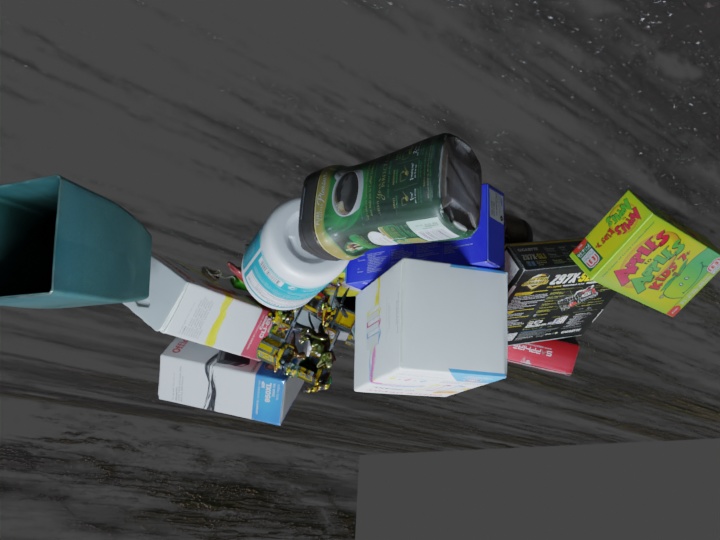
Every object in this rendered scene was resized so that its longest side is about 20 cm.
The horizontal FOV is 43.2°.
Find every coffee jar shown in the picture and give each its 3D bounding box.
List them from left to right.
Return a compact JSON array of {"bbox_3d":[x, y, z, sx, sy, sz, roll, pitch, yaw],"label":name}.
[{"bbox_3d":[0.025,-0.071,0.960,0.200,0.104,0.085,-10,156,38],"label":"coffee jar"}]

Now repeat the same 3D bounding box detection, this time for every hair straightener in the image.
[{"bbox_3d":[-0.111,0.024,1.323,0.041,0.077,0.200,32,166,46],"label":"hair straightener"}]

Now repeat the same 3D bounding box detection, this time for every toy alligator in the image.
[{"bbox_3d":[-0.148,0.012,1.356,0.054,0.059,0.200,-49,140,13],"label":"toy alligator"}]

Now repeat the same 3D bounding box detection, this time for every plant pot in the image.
[{"bbox_3d":[-0.364,-0.018,1.152,0.141,0.141,0.200,-5,167,27],"label":"plant pot"}]

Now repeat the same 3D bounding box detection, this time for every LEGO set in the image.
[{"bbox_3d":[-0.045,0.107,1.309,0.116,0.154,0.200,21,163,27],"label":"LEGO set"}]

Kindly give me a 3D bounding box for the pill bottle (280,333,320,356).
[{"bbox_3d":[-0.159,0.118,1.594,0.200,0.112,0.112,7,162,-13],"label":"pill bottle"}]

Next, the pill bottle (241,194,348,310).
[{"bbox_3d":[-0.088,-0.014,1.153,0.111,0.111,0.200,9,163,-17],"label":"pill bottle"}]

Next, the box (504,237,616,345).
[{"bbox_3d":[0.237,0.028,1.151,0.200,0.049,0.160,-5,140,-29],"label":"box"}]

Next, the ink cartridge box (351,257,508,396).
[{"bbox_3d":[0.074,0.076,1.074,0.128,0.125,0.200,6,163,-15],"label":"ink cartridge box"}]

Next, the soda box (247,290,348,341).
[{"bbox_3d":[-0.085,0.068,1.488,0.200,0.068,0.063,10,164,-19],"label":"soda box"}]

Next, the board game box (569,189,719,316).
[{"bbox_3d":[0.349,-0.015,1.090,0.200,0.048,0.102,19,118,-43],"label":"board game box"}]

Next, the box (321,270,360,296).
[{"bbox_3d":[0.000,0.000,1.293,0.200,0.048,0.117,-2,162,22],"label":"box"}]

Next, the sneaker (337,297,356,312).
[{"bbox_3d":[0.035,0.047,1.389,0.090,0.078,0.200,22,155,-35],"label":"sneaker"}]

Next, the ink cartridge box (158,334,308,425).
[{"bbox_3d":[-0.198,0.155,1.429,0.200,0.084,0.145,10,-157,8],"label":"ink cartridge box"}]

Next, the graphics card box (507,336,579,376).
[{"bbox_3d":[0.235,0.082,1.315,0.125,0.051,0.200,13,-165,0],"label":"graphics card box"}]

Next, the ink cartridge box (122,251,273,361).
[{"bbox_3d":[-0.238,0.050,1.342,0.145,0.083,0.200,29,-177,39],"label":"ink cartridge box"}]

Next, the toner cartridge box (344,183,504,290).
[{"bbox_3d":[0.074,-0.036,1.081,0.200,0.095,0.043,-9,159,36],"label":"toner cartridge box"}]

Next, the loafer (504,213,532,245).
[{"bbox_3d":[0.109,-0.037,1.128,0.200,0.073,0.071,-16,153,23],"label":"loafer"}]
